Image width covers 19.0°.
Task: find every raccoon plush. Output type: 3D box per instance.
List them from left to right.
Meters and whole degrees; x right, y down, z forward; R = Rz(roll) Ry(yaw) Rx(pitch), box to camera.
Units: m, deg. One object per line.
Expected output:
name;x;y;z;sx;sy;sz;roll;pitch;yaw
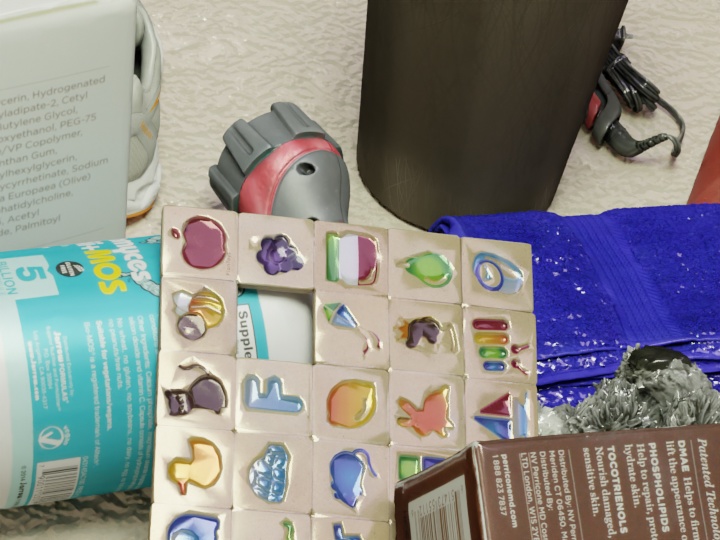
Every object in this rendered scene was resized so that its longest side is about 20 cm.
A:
raccoon plush;0.115;0.118;0.939;0.133;0.097;0.200;-26;54;-26

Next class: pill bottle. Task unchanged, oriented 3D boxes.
pill bottle;-0.093;0.040;0.953;0.199;0.111;0.111;-7;45;-21

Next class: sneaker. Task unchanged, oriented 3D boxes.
sneaker;-0.133;-0.121;1.135;0.075;0.092;0.201;0;43;-15

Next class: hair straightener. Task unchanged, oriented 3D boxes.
hair straightener;0.134;-0.133;1.252;0.077;0.041;0.200;-16;49;-28

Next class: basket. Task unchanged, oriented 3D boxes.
basket;0.066;-0.128;1.109;0.136;0.201;0.180;33;44;23

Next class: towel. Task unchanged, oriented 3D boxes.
towel;0.144;0.016;1.084;0.199;0.050;0.148;-3;45;-17

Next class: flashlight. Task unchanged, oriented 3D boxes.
flashlight;0.000;0.000;1.051;0.068;0.068;0.200;-24;50;-22

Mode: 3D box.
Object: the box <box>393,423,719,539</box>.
box;0.123;0.103;0.857;0.199;0.100;0.075;-1;75;-19

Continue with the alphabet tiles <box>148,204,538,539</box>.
alphabet tiles;-0.004;0.072;0.897;0.166;0.008;0.201;6;66;-13

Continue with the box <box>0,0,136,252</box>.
box;-0.232;-0.085;0.997;0.199;0.172;0.199;-15;42;-28

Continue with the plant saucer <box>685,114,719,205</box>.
plant saucer;0.302;-0.066;1.224;0.199;0.037;0.200;21;42;8
